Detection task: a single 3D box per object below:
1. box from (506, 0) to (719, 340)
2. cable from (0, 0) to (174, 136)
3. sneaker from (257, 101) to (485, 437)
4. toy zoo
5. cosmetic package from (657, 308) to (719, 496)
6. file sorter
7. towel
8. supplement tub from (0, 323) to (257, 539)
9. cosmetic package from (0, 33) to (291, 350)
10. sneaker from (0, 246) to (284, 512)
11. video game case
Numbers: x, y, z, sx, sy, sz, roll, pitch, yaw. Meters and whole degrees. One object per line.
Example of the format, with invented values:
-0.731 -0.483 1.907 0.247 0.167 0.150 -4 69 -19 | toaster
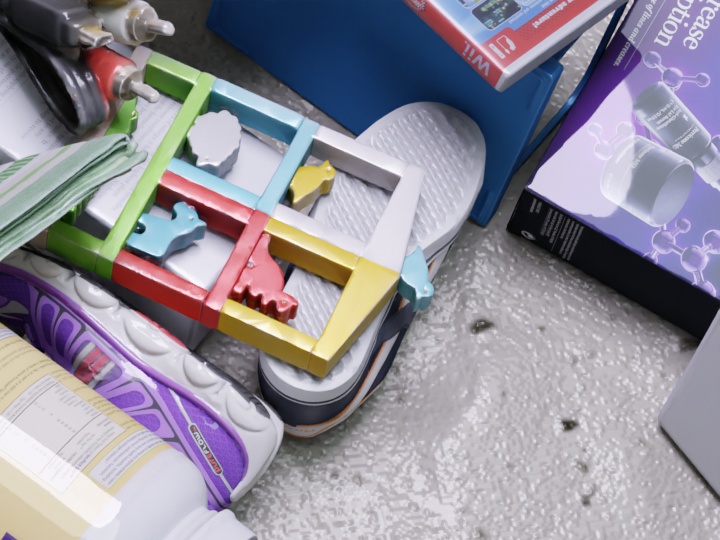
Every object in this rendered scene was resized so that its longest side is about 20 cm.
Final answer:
0.193 -0.080 1.642 0.141 0.079 0.201 30 72 3 | box
-0.170 -0.139 1.539 0.050 0.098 0.200 -19 34 -34 | cable
0.000 0.000 1.569 0.078 0.080 0.200 28 60 9 | sneaker
-0.054 -0.027 1.518 0.199 0.020 0.132 25 58 6 | toy zoo
0.295 0.077 1.545 0.164 0.165 0.200 -29 69 -28 | cosmetic package
0.038 -0.156 1.643 0.200 0.139 0.123 36 55 10 | file sorter
-0.213 -0.013 1.462 0.152 0.199 0.023 -39 108 -39 | towel
-0.165 0.120 1.419 0.200 0.146 0.146 35 58 9 | supplement tub
-0.139 -0.059 1.578 0.200 0.071 0.102 35 58 9 | cosmetic package
-0.136 0.055 1.509 0.200 0.081 0.084 35 87 21 | sneaker
0.049 -0.196 1.547 0.200 0.017 0.143 44 54 13 | video game case
